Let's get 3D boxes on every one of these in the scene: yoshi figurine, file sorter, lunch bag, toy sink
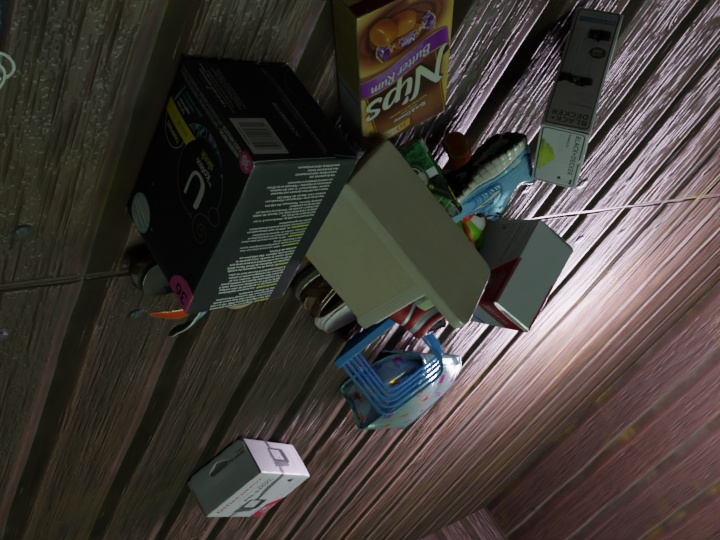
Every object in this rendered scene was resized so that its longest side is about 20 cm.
[{"bbox_3d":[0.127,-0.108,1.132,0.112,0.112,0.200,-67,150,-29],"label":"yoshi figurine"},{"bbox_3d":[0.057,0.138,1.297,0.139,0.123,0.200,-39,179,6],"label":"file sorter"},{"bbox_3d":[0.089,0.221,1.553,0.200,0.122,0.170,-41,152,22],"label":"lunch bag"},{"bbox_3d":[0.033,-0.021,0.888,0.112,0.200,0.130,-33,-167,36],"label":"toy sink"}]

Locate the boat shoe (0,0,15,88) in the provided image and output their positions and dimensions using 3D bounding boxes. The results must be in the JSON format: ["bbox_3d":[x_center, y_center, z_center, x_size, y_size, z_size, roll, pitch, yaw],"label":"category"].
[{"bbox_3d":[-0.296,-0.155,0.572,0.075,0.062,0.200,-2,138,-44],"label":"boat shoe"}]

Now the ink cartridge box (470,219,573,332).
[{"bbox_3d":[0.200,0.002,1.200,0.083,0.200,0.146,37,77,-25],"label":"ink cartridge box"}]

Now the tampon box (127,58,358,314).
[{"bbox_3d":[-0.124,-0.083,0.788,0.126,0.150,0.200,-9,143,-42],"label":"tampon box"}]

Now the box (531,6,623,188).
[{"bbox_3d":[0.275,-0.220,1.005,0.117,0.060,0.201,79,29,-62],"label":"box"}]

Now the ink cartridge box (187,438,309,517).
[{"bbox_3d":[-0.214,0.407,1.539,0.145,0.083,0.200,-40,153,9],"label":"ink cartridge box"}]

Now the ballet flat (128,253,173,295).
[{"bbox_3d":[-0.206,0.005,0.963,0.200,0.046,0.068,5,111,-60],"label":"ballet flat"}]

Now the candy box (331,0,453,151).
[{"bbox_3d":[0.036,-0.229,0.844,0.116,0.057,0.200,-29,154,-13],"label":"candy box"}]

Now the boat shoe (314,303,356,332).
[{"bbox_3d":[0.020,0.043,1.243,0.200,0.069,0.071,-36,153,0],"label":"boat shoe"}]

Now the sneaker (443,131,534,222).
[{"bbox_3d":[0.149,-0.088,1.013,0.200,0.078,0.090,-37,118,-7],"label":"sneaker"}]

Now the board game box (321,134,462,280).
[{"bbox_3d":[0.012,-0.073,0.963,0.200,0.105,0.023,-27,-167,22],"label":"board game box"}]

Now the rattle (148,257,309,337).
[{"bbox_3d":[-0.125,0.027,0.926,0.200,0.143,0.130,-44,165,-40],"label":"rattle"}]

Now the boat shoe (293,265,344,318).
[{"bbox_3d":[0.000,0.000,1.148,0.200,0.072,0.076,-36,153,0],"label":"boat shoe"}]

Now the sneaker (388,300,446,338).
[{"bbox_3d":[0.097,0.020,1.174,0.071,0.112,0.200,-49,-177,47],"label":"sneaker"}]
